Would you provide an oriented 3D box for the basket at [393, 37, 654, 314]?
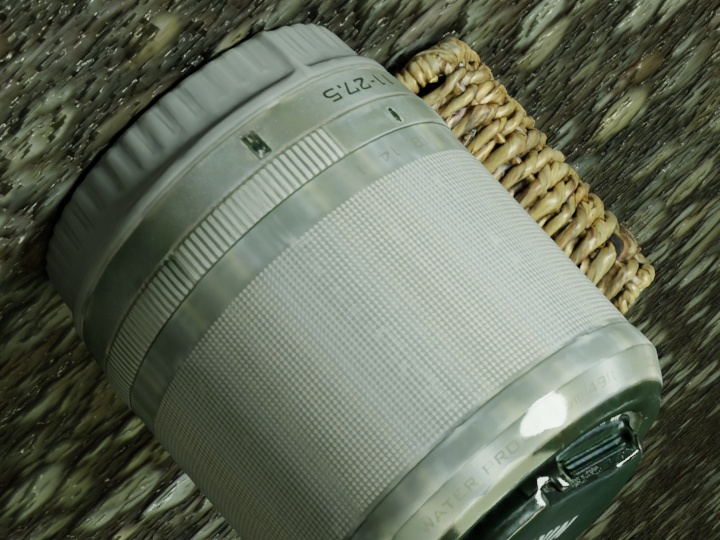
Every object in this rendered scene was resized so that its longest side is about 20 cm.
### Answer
[{"bbox_3d":[0.000,0.000,1.270,0.200,0.149,0.143,-43,-163,3],"label":"basket"}]

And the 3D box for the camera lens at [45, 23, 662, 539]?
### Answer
[{"bbox_3d":[0.000,0.028,1.086,0.160,0.200,0.160,-39,164,-13],"label":"camera lens"}]

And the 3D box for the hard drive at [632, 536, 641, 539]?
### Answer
[{"bbox_3d":[0.167,0.322,2.570,0.200,0.038,0.140,-27,158,-42],"label":"hard drive"}]
